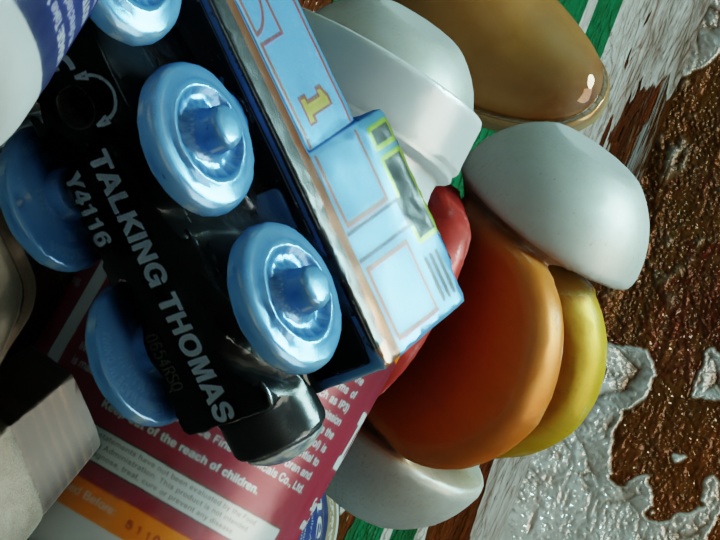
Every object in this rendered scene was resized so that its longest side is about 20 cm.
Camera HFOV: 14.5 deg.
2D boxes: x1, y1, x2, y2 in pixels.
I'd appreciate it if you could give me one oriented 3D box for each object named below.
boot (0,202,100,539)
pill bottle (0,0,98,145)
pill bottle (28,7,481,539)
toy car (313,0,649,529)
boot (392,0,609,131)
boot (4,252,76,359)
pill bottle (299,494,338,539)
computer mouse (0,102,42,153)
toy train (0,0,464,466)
[{"bbox_3d":[-0.167,0.036,0.851,0.146,0.070,0.200,-35,116,-21],"label":"boot"},{"bbox_3d":[-0.120,-0.096,0.718,0.120,0.119,0.200,92,22,-60],"label":"pill bottle"},{"bbox_3d":[-0.042,0.016,0.974,0.200,0.113,0.113,-61,168,-4],"label":"pill bottle"},{"bbox_3d":[0.000,0.000,1.103,0.175,0.200,0.150,-56,166,15],"label":"toy car"},{"bbox_3d":[0.032,-0.154,1.144,0.074,0.200,0.155,-43,165,-29],"label":"boot"},{"bbox_3d":[-0.107,0.010,1.053,0.200,0.068,0.189,92,21,-51],"label":"boot"},{"bbox_3d":[-0.071,0.120,1.390,0.200,0.111,0.111,29,84,-79],"label":"pill bottle"},{"bbox_3d":[-0.103,-0.123,0.898,0.109,0.044,0.200,-17,135,-28],"label":"computer mouse"},{"bbox_3d":[-0.052,-0.042,0.852,0.114,0.087,0.200,-38,104,-54],"label":"toy train"}]
